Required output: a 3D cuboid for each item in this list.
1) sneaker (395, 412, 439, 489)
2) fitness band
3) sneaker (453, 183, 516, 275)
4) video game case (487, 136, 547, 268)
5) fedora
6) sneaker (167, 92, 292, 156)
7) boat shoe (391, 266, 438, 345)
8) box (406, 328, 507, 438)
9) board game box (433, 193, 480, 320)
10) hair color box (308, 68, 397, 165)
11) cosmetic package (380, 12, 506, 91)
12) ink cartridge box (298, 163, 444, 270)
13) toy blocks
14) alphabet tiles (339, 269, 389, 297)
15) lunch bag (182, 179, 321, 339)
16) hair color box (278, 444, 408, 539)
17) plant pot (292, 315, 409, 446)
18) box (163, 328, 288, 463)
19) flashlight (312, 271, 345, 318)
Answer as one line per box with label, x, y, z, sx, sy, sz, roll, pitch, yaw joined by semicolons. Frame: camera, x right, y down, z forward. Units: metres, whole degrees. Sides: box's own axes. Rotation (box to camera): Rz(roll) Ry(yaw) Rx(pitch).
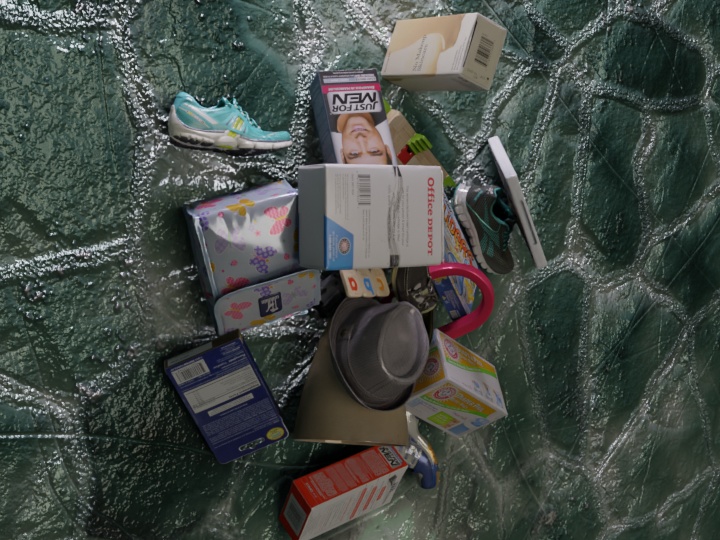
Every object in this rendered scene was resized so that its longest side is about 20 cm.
sneaker;0.069;0.305;1.753;0.088;0.075;0.200;-29;106;-22
fitness band;0.127;0.056;1.686;0.144;0.200;0.037;54;24;-27
sneaker;0.241;-0.072;1.789;0.200;0.091;0.078;57;42;-31
video game case;0.276;-0.124;1.769;0.023;0.200;0.183;-20;116;7
fedora;0.043;0.112;1.516;0.177;0.090;0.200;43;43;-18
sneaker;-0.184;-0.211;1.461;0.200;0.077;0.080;7;85;-38
boat shoe;0.094;0.045;1.605;0.072;0.066;0.201;-30;137;-31
box;0.149;0.197;1.724;0.200;0.112;0.102;33;36;-44
board game box;0.147;-0.033;1.729;0.200;0.034;0.136;61;30;-28
hair color box;-0.009;-0.206;1.539;0.099;0.061;0.201;-7;76;-21
cosmetic package;0.129;-0.344;1.596;0.071;0.200;0.106;19;85;-37
ink cartridge box;0.016;-0.077;1.431;0.199;0.084;0.145;-2;95;-32
toy blocks;0.048;-0.164;1.645;0.137;0.100;0.200;-48;123;-7
alphabet tiles;-0.017;-0.050;1.545;0.200;0.015;0.196;2;67;-58
lunch bag;-0.151;-0.013;1.466;0.169;0.127;0.201;-15;111;-15
hair color box;-0.028;0.365;1.656;0.200;0.064;0.111;-15;141;-35
plant pot;-0.009;0.177;1.610;0.187;0.187;0.201;13;76;-38
box;-0.198;0.193;1.504;0.121;0.032;0.200;-23;119;-1
flashlight;0.000;0.000;1.647;0.200;0.068;0.068;-43;95;-20
